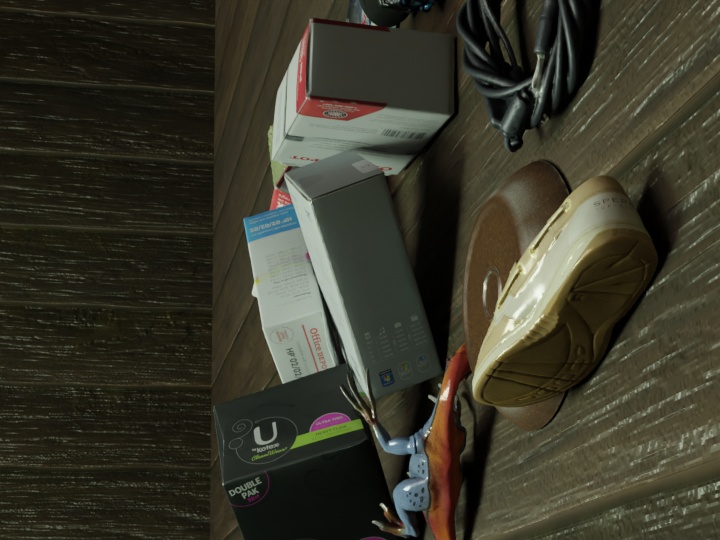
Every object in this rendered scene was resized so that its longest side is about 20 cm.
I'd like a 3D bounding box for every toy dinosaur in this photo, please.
[{"bbox_3d":[0.076,0.154,1.068,0.201,0.104,0.182,52,145,18],"label":"toy dinosaur"}]

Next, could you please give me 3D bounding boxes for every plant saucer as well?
[{"bbox_3d":[0.113,0.018,0.951,0.200,0.036,0.204,-177,90,-77],"label":"plant saucer"}]

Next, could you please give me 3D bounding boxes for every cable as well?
[{"bbox_3d":[0.118,-0.202,0.939,0.164,0.050,0.203,109,160,-52],"label":"cable"}]

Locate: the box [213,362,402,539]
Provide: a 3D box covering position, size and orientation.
[{"bbox_3d":[-0.046,0.222,1.243,0.125,0.146,0.202,-109,3,-58],"label":"box"}]

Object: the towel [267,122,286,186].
[{"bbox_3d":[-0.095,-0.099,1.818,0.149,0.036,0.202,-117,16,-47],"label":"towel"}]

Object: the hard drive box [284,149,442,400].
[{"bbox_3d":[0.000,0.000,1.215,0.156,0.076,0.203,-132,23,-72],"label":"hard drive box"}]

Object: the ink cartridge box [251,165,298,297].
[{"bbox_3d":[-0.054,-0.062,1.496,0.201,0.083,0.145,106,-172,-49],"label":"ink cartridge box"}]

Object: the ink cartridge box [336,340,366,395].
[{"bbox_3d":[-0.004,0.033,1.420,0.202,0.058,0.105,-101,19,-47],"label":"ink cartridge box"}]

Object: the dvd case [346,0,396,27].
[{"bbox_3d":[0.011,-0.292,1.504,0.201,0.022,0.148,-108,24,-55],"label":"dvd case"}]

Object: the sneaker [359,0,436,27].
[{"bbox_3d":[0.040,-0.287,1.255,0.200,0.072,0.083,123,145,-68],"label":"sneaker"}]

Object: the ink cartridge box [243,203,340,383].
[{"bbox_3d":[-0.068,0.043,1.336,0.116,0.067,0.202,74,-179,-48],"label":"ink cartridge box"}]

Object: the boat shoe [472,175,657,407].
[{"bbox_3d":[0.127,0.018,0.820,0.201,0.073,0.070,121,151,-47],"label":"boat shoe"}]

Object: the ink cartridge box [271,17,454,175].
[{"bbox_3d":[-0.002,-0.167,1.254,0.200,0.144,0.084,139,134,-72],"label":"ink cartridge box"}]
